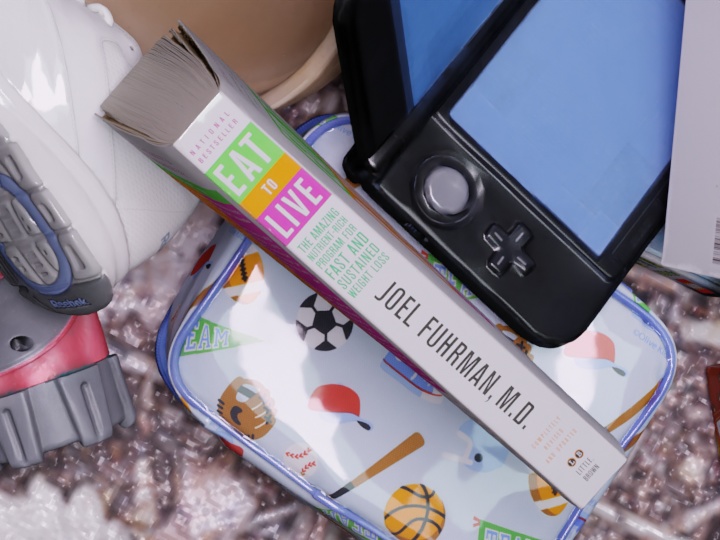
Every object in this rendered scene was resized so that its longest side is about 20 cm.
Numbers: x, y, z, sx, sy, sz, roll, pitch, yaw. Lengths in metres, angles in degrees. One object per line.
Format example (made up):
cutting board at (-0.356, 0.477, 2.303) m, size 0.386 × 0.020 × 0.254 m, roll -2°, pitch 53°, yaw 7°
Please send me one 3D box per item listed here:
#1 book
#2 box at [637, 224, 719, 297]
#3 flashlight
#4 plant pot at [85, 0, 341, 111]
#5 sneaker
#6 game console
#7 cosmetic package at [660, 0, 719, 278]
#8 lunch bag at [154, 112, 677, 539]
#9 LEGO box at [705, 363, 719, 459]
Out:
book at (0.000, 0.000, 0.932) m, size 0.200 × 0.134 × 0.048 m, roll 42°, pitch 90°, yaw -19°
box at (0.147, -0.102, 1.104) m, size 0.110 × 0.035 × 0.201 m, roll 24°, pitch 85°, yaw -11°
flashlight at (-0.152, -0.022, 1.030) m, size 0.068 × 0.068 × 0.201 m, roll -19°, pitch 94°, yaw -3°
plant pot at (-0.047, -0.164, 1.014) m, size 0.093 × 0.200 × 0.202 m, roll -22°, pitch 95°, yaw -50°
sneaker at (-0.135, -0.083, 0.986) m, size 0.087 × 0.074 × 0.201 m, roll -36°, pitch 101°, yaw -37°
game console at (0.089, -0.101, 0.995) m, size 0.176 × 0.116 × 0.200 m, roll 43°, pitch 69°, yaw -9°
cosmetic package at (0.170, -0.099, 1.024) m, size 0.082 × 0.050 × 0.201 m, roll -4°, pitch 102°, yaw -44°
lunch bag at (0.027, 0.034, 1.060) m, size 0.200 × 0.076 × 0.161 m, roll 35°, pitch 84°, yaw -9°
LEGO box at (0.244, 0.128, 1.102) m, size 0.148 × 0.077 × 0.201 m, roll -10°, pitch 92°, yaw -11°
